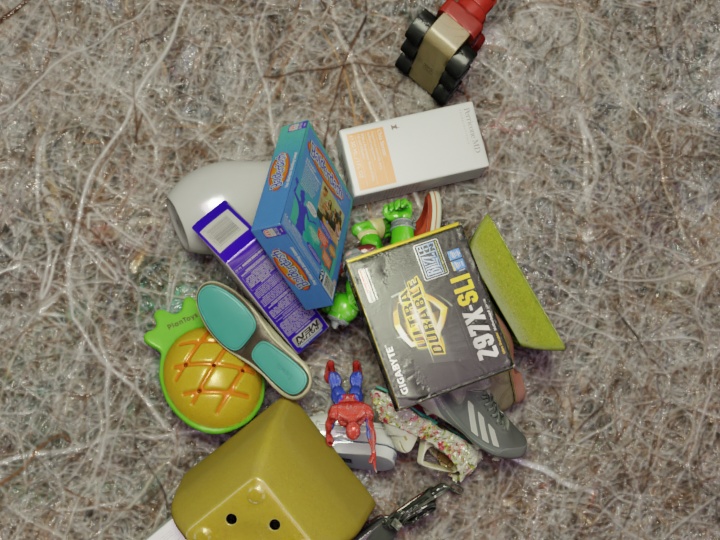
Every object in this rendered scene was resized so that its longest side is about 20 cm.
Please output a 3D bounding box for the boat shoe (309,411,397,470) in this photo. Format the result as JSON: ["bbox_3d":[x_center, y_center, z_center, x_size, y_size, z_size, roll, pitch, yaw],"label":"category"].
[{"bbox_3d":[-0.046,0.230,1.295,0.199,0.074,0.066,10,55,0],"label":"boat shoe"}]

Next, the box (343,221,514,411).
[{"bbox_3d":[0.086,0.058,1.186,0.159,0.049,0.201,-18,82,-9],"label":"box"}]

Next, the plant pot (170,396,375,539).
[{"bbox_3d":[-0.118,0.303,1.158,0.194,0.200,0.196,-39,89,6],"label":"plant pot"}]

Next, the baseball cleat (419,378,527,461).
[{"bbox_3d":[0.162,0.181,1.245,0.200,0.070,0.107,30,120,-18],"label":"baseball cleat"}]

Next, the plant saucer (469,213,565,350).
[{"bbox_3d":[0.198,0.029,1.272,0.048,0.200,0.200,-30,86,3],"label":"plant saucer"}]

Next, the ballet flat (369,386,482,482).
[{"bbox_3d":[0.086,0.230,1.270,0.200,0.076,0.064,34,75,-22],"label":"ballet flat"}]

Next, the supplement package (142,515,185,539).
[{"bbox_3d":[-0.231,0.437,1.205,0.152,0.151,0.200,-39,87,-9],"label":"supplement package"}]

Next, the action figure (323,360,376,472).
[{"bbox_3d":[-0.016,0.197,1.240,0.065,0.200,0.099,-1,103,-4],"label":"action figure"}]

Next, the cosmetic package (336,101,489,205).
[{"bbox_3d":[0.073,-0.168,1.348,0.199,0.071,0.102,-14,84,-7],"label":"cosmetic package"}]

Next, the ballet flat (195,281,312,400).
[{"bbox_3d":[-0.139,0.093,1.239,0.069,0.069,0.200,-42,85,-8],"label":"ballet flat"}]

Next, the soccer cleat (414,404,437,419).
[{"bbox_3d":[0.121,0.114,1.318,0.086,0.070,0.201,-1,100,-44],"label":"soccer cleat"}]

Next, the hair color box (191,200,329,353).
[{"bbox_3d":[-0.130,0.010,1.235,0.065,0.200,0.109,-39,44,-9],"label":"hair color box"}]

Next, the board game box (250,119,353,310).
[{"bbox_3d":[-0.070,-0.073,1.211,0.045,0.152,0.200,-12,42,22],"label":"board game box"}]

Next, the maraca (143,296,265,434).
[{"bbox_3d":[-0.212,0.128,1.271,0.137,0.107,0.200,-24,71,-25],"label":"maraca"}]

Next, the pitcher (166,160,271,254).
[{"bbox_3d":[-0.154,-0.076,1.302,0.199,0.121,0.172,-23,96,-19],"label":"pitcher"}]

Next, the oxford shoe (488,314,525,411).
[{"bbox_3d":[0.167,0.119,1.279,0.074,0.071,0.201,-34,115,-21],"label":"oxford shoe"}]

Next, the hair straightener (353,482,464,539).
[{"bbox_3d":[0.057,0.348,1.277,0.199,0.077,0.041,-27,89,-8],"label":"hair straightener"}]

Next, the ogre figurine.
[{"bbox_3d":[0.000,0.000,1.276,0.199,0.098,0.120,-22,55,2],"label":"ogre figurine"}]

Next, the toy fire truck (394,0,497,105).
[{"bbox_3d":[0.141,-0.366,1.326,0.129,0.176,0.200,40,81,2],"label":"toy fire truck"}]

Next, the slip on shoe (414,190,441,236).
[{"bbox_3d":[0.072,-0.021,1.331,0.061,0.074,0.201,19,86,1],"label":"slip on shoe"}]
